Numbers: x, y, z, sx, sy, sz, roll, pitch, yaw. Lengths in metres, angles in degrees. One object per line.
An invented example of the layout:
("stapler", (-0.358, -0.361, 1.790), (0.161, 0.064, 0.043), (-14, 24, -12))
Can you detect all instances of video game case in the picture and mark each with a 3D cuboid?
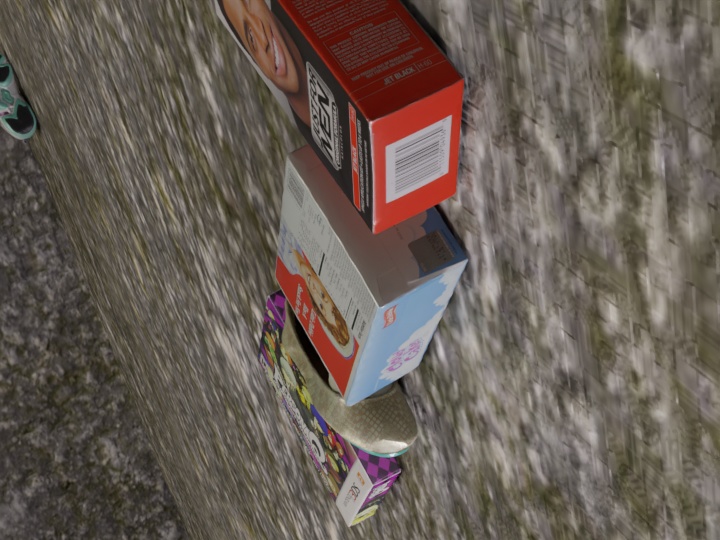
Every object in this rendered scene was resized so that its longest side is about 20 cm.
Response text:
("video game case", (-0.035, 0.132, 1.213), (0.201, 0.036, 0.182), (60, 162, 16))

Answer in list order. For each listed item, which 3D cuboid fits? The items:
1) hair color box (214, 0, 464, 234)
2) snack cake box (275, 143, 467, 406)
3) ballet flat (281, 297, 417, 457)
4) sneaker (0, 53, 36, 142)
("hair color box", (-0.019, -0.130, 0.728), (0.201, 0.061, 0.102), (56, 163, 30))
("snack cake box", (0.000, 0.000, 0.852), (0.116, 0.067, 0.200), (58, 163, 16))
("ballet flat", (-0.018, 0.075, 1.029), (0.200, 0.067, 0.063), (43, 144, 51))
("sneaker", (-0.728, -0.349, 2.597), (0.202, 0.077, 0.140), (65, 163, -1))
